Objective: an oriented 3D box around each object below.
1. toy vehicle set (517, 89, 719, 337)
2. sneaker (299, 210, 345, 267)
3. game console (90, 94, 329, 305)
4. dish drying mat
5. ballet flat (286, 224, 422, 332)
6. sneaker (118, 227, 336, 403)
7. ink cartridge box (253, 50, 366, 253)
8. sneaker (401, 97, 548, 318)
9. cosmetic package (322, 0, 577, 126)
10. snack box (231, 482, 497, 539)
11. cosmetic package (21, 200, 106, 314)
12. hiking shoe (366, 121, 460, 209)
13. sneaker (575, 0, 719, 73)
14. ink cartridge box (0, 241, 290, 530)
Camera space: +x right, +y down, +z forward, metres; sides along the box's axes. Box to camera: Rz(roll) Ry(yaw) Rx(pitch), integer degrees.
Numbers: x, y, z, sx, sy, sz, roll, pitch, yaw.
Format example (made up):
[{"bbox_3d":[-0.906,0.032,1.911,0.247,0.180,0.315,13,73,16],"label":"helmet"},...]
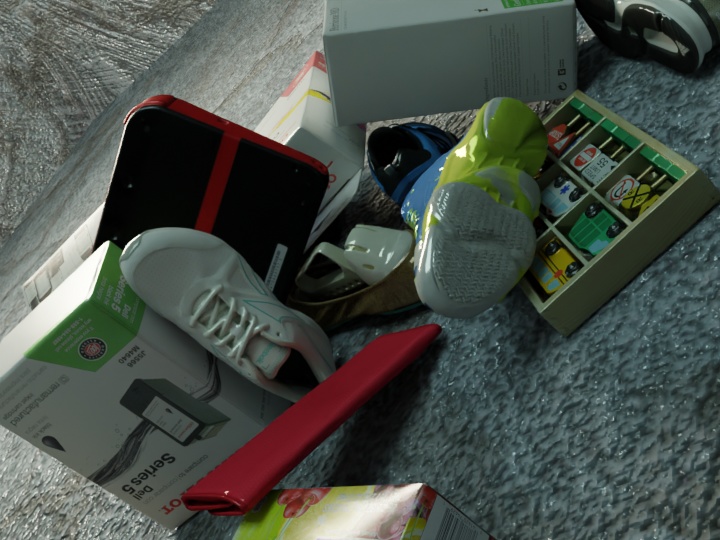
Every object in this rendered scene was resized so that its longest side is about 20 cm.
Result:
[{"bbox_3d":[0.143,-0.048,0.652,0.124,0.027,0.200,-44,23,10],"label":"toy vehicle set"},{"bbox_3d":[-0.047,-0.067,0.981,0.090,0.066,0.200,-24,36,39],"label":"sneaker"},{"bbox_3d":[-0.133,-0.029,0.802,0.031,0.177,0.200,-53,-15,-68],"label":"game console"},{"bbox_3d":[-0.027,0.098,0.649,0.200,0.018,0.077,-36,10,-37],"label":"dish drying mat"},{"bbox_3d":[0.000,0.000,0.774,0.200,0.072,0.068,-19,37,49],"label":"ballet flat"},{"bbox_3d":[-0.087,0.037,0.713,0.070,0.200,0.080,-50,28,7],"label":"sneaker"},{"bbox_3d":[-0.054,-0.099,0.859,0.116,0.067,0.200,-48,22,28],"label":"ink cartridge box"},{"bbox_3d":[0.067,-0.028,0.649,0.105,0.076,0.200,-42,13,47],"label":"sneaker"},{"bbox_3d":[0.071,-0.186,0.806,0.200,0.085,0.108,-6,32,2],"label":"cosmetic package"},{"bbox_3d":[-0.035,0.214,0.502,0.169,0.068,0.200,-20,37,51],"label":"snack box"},{"bbox_3d":[-0.227,-0.015,0.892,0.200,0.051,0.083,-43,51,12],"label":"cosmetic package"},{"bbox_3d":[0.045,-0.102,0.837,0.074,0.087,0.200,-44,23,9],"label":"hiking shoe"},{"bbox_3d":[0.237,-0.220,0.723,0.115,0.076,0.201,-38,32,3],"label":"sneaker"},{"bbox_3d":[-0.173,0.097,0.767,0.145,0.200,0.084,-39,27,21],"label":"ink cartridge box"}]
